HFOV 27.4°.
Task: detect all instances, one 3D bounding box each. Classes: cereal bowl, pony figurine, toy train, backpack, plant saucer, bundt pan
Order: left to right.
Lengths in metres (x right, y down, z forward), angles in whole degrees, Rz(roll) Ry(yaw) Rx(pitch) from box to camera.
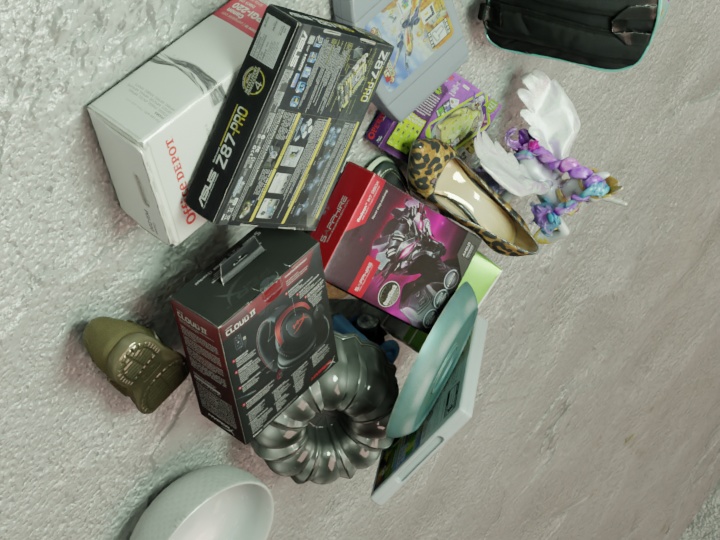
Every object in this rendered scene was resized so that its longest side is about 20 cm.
[{"bbox_3d":[-0.200,0.309,1.730,0.200,0.083,0.201,-36,144,-31],"label":"cereal bowl"},{"bbox_3d":[-0.041,0.173,1.738,0.200,0.076,0.203,-8,125,-12],"label":"bundt pan"},{"bbox_3d":[-0.017,0.144,1.831,0.114,0.087,0.201,-25,138,-32],"label":"toy train"},{"bbox_3d":[0.087,0.108,1.690,0.201,0.027,0.200,-58,168,-20],"label":"plant saucer"},{"bbox_3d":[0.217,-0.121,1.807,0.167,0.193,0.200,-49,-175,-26],"label":"pony figurine"},{"bbox_3d":[0.252,-0.322,1.648,0.153,0.199,0.177,-46,150,-46],"label":"backpack"}]

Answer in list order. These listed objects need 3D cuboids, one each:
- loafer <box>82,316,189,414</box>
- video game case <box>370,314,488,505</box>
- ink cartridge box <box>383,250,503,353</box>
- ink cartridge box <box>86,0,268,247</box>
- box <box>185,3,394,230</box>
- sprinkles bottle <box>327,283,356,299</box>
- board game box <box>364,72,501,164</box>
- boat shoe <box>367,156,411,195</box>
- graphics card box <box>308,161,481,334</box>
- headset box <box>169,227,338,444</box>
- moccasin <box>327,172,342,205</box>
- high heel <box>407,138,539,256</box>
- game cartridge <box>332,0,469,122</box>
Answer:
[{"bbox_3d":[-0.228,0.089,1.504,0.076,0.067,0.200,-44,163,-12],"label":"loafer"},{"bbox_3d":[0.086,0.168,1.799,0.182,0.022,0.200,-49,-167,31],"label":"video game case"},{"bbox_3d":[0.108,0.040,1.811,0.148,0.076,0.200,-56,-172,0],"label":"ink cartridge box"},{"bbox_3d":[-0.143,-0.141,1.382,0.200,0.085,0.146,-43,147,-24],"label":"ink cartridge box"},{"bbox_3d":[-0.063,-0.136,1.371,0.161,0.049,0.201,1,117,-54],"label":"box"},{"bbox_3d":[0.000,0.000,1.671,0.199,0.068,0.069,0,121,-31],"label":"sprinkles bottle"},{"bbox_3d":[0.088,-0.175,1.727,0.120,0.032,0.200,-55,150,7],"label":"board game box"},{"bbox_3d":[0.047,-0.052,1.747,0.074,0.066,0.200,-38,145,-25],"label":"boat shoe"},{"bbox_3d":[0.034,-0.021,1.598,0.200,0.051,0.126,29,88,-45],"label":"graphics card box"},{"bbox_3d":[-0.105,0.054,1.505,0.149,0.075,0.201,-42,143,-29],"label":"headset box"},{"bbox_3d":[-0.051,-0.086,1.576,0.199,0.068,0.081,0,119,-52],"label":"moccasin"},{"bbox_3d":[0.134,-0.085,1.709,0.072,0.142,0.200,-56,151,-9],"label":"high heel"},{"bbox_3d":[0.041,-0.256,1.549,0.133,0.041,0.201,-47,140,-20],"label":"game cartridge"}]
